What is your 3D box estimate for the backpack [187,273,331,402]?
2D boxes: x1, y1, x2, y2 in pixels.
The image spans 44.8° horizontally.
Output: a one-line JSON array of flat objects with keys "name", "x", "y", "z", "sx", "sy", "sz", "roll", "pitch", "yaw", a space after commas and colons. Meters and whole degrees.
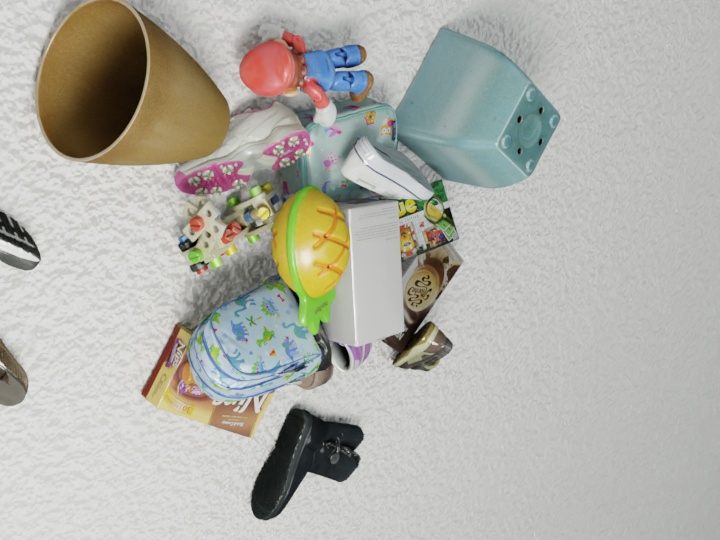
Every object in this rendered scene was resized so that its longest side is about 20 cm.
[{"name": "backpack", "x": -0.149, "y": 0.099, "z": 1.235, "sx": 0.197, "sy": 0.154, "sz": 0.165, "roll": -22, "pitch": 82, "yaw": -19}]

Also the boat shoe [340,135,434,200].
[{"name": "boat shoe", "x": 0.037, "y": -0.144, "z": 1.321, "sx": 0.067, "sy": 0.074, "sz": 0.199, "roll": -39, "pitch": 146, "yaw": 19}]

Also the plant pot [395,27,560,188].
[{"name": "plant pot", "x": 0.207, "y": -0.248, "z": 1.430, "sx": 0.195, "sy": 0.199, "sz": 0.199, "roll": 31, "pitch": 87, "yaw": -46}]

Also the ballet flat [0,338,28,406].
[{"name": "ballet flat", "x": -0.472, "y": 0.083, "z": 1.072, "sx": 0.066, "sy": 0.047, "sz": 0.202, "roll": -23, "pitch": 123, "yaw": 5}]

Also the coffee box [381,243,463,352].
[{"name": "coffee box", "x": 0.078, "y": 0.023, "z": 1.515, "sx": 0.201, "sy": 0.079, "sz": 0.113, "roll": -54, "pitch": 136, "yaw": -9}]

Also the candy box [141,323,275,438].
[{"name": "candy box", "x": -0.221, "y": 0.172, "z": 1.326, "sx": 0.199, "sy": 0.056, "sz": 0.118, "roll": 31, "pitch": 85, "yaw": -44}]

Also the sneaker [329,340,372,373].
[{"name": "sneaker", "x": -0.030, "y": 0.062, "z": 1.384, "sx": 0.114, "sy": 0.071, "sz": 0.204, "roll": -40, "pitch": 116, "yaw": -66}]

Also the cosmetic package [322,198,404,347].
[{"name": "cosmetic package", "x": 0.000, "y": 0.000, "z": 1.302, "sx": 0.106, "sy": 0.084, "sz": 0.204, "roll": -11, "pitch": 104, "yaw": -42}]

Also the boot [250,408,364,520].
[{"name": "boot", "x": -0.084, "y": 0.349, "z": 1.513, "sx": 0.167, "sy": 0.076, "sz": 0.203, "roll": 28, "pitch": 82, "yaw": -42}]

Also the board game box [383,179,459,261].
[{"name": "board game box", "x": 0.064, "y": -0.069, "z": 1.415, "sx": 0.198, "sy": 0.023, "sz": 0.107, "roll": -22, "pitch": 96, "yaw": -26}]

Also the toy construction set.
[{"name": "toy construction set", "x": -0.179, "y": -0.060, "z": 1.203, "sx": 0.199, "sy": 0.130, "sz": 0.094, "roll": -21, "pitch": 90, "yaw": -60}]

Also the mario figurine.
[{"name": "mario figurine", "x": -0.085, "y": -0.275, "z": 1.222, "sx": 0.197, "sy": 0.124, "sz": 0.107, "roll": -8, "pitch": 134, "yaw": -37}]

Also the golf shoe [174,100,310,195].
[{"name": "golf shoe", "x": -0.171, "y": -0.171, "z": 1.218, "sx": 0.197, "sy": 0.093, "sz": 0.076, "roll": -22, "pitch": 156, "yaw": -11}]

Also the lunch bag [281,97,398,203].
[{"name": "lunch bag", "x": -0.027, "y": -0.172, "z": 1.336, "sx": 0.198, "sy": 0.077, "sz": 0.163, "roll": -20, "pitch": 121, "yaw": -35}]

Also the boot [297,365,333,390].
[{"name": "boot", "x": -0.084, "y": 0.089, "z": 1.410, "sx": 0.146, "sy": 0.069, "sz": 0.204, "roll": 22, "pitch": 75, "yaw": -60}]

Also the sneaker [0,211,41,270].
[{"name": "sneaker", "x": -0.469, "y": -0.037, "z": 1.009, "sx": 0.198, "sy": 0.074, "sz": 0.081, "roll": 25, "pitch": 106, "yaw": -41}]

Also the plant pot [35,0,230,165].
[{"name": "plant pot", "x": -0.255, "y": -0.203, "z": 1.062, "sx": 0.199, "sy": 0.185, "sz": 0.189, "roll": 14, "pitch": 99, "yaw": -58}]

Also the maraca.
[{"name": "maraca", "x": -0.065, "y": -0.015, "z": 1.201, "sx": 0.137, "sy": 0.105, "sz": 0.204, "roll": -38, "pitch": 126, "yaw": -59}]

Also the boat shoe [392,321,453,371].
[{"name": "boat shoe", "x": 0.109, "y": 0.147, "z": 1.534, "sx": 0.072, "sy": 0.066, "sz": 0.201, "roll": -52, "pitch": 178, "yaw": -22}]
